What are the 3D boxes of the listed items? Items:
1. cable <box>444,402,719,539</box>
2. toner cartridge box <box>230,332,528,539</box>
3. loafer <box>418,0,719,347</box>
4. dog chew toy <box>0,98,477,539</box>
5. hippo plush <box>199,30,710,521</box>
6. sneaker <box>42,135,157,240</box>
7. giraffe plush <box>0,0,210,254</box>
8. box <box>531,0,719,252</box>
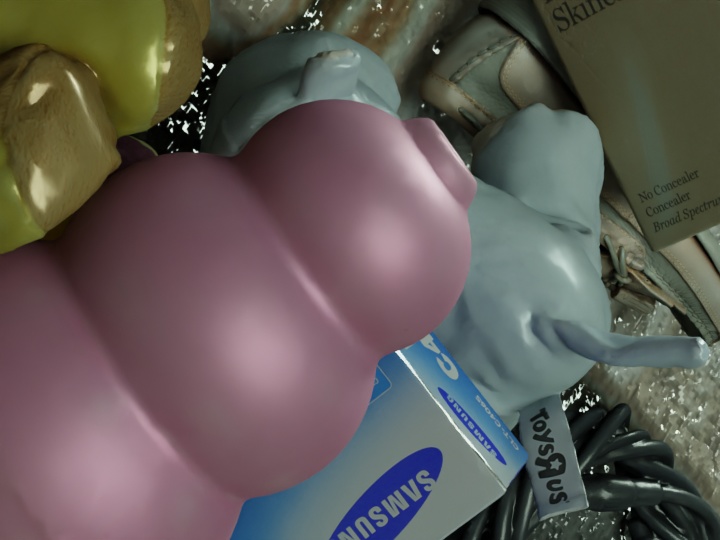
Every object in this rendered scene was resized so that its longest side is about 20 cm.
[{"bbox_3d":[0.107,0.157,0.970,0.200,0.051,0.163,50,62,-32],"label":"cable"},{"bbox_3d":[-0.050,0.089,0.719,0.095,0.200,0.043,51,19,1],"label":"toner cartridge box"},{"bbox_3d":[0.095,-0.032,0.910,0.063,0.072,0.200,-42,118,-6],"label":"loafer"},{"bbox_3d":[-0.053,0.022,0.627,0.200,0.125,0.125,-36,125,5],"label":"dog chew toy"},{"bbox_3d":[0.000,0.000,0.782,0.161,0.200,0.159,28,114,-21],"label":"hippo plush"},{"bbox_3d":[-0.139,0.029,0.709,0.090,0.075,0.200,37,76,-34],"label":"sneaker"},{"bbox_3d":[-0.165,-0.083,0.633,0.200,0.173,0.162,-28,109,12],"label":"giraffe plush"},{"bbox_3d":[0.124,-0.121,0.835,0.078,0.095,0.200,-26,89,-46],"label":"box"}]
